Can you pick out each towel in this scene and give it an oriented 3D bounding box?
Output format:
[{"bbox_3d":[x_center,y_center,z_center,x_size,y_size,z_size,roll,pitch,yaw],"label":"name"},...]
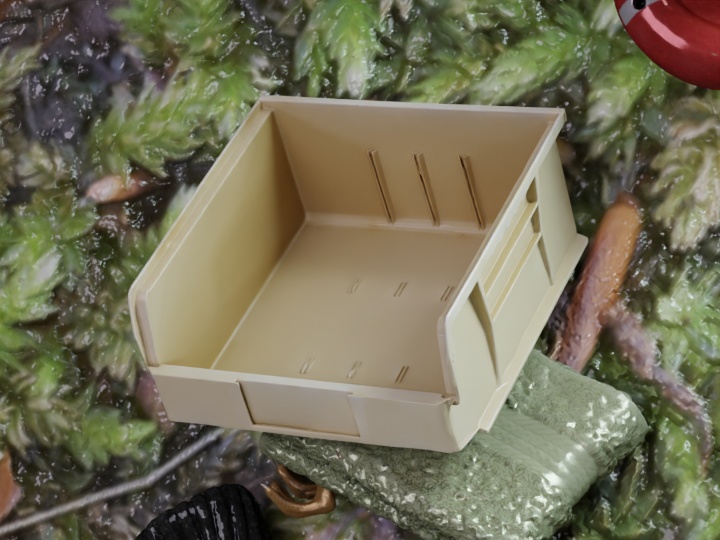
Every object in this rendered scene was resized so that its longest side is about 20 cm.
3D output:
[{"bbox_3d":[0.047,0.085,1.547,0.199,0.037,0.148,28,55,28],"label":"towel"}]

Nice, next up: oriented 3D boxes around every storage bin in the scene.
[{"bbox_3d":[0.000,0.000,1.545,0.199,0.094,0.199,5,42,27],"label":"storage bin"}]

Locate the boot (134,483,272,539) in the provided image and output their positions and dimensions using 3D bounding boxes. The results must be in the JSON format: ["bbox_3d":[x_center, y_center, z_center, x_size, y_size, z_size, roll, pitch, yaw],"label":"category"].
[{"bbox_3d":[-0.113,0.243,1.615,0.211,0.079,0.158,-37,72,4],"label":"boot"}]

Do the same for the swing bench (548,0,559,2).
[{"bbox_3d":[0.083,-0.304,1.598,0.199,0.130,0.200,41,99,28],"label":"swing bench"}]

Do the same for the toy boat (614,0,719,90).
[{"bbox_3d":[0.226,-0.188,1.500,0.199,0.131,0.131,-33,67,18],"label":"toy boat"}]

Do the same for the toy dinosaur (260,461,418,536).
[{"bbox_3d":[0.001,0.110,1.597,0.106,0.060,0.201,-35,67,15],"label":"toy dinosaur"}]
